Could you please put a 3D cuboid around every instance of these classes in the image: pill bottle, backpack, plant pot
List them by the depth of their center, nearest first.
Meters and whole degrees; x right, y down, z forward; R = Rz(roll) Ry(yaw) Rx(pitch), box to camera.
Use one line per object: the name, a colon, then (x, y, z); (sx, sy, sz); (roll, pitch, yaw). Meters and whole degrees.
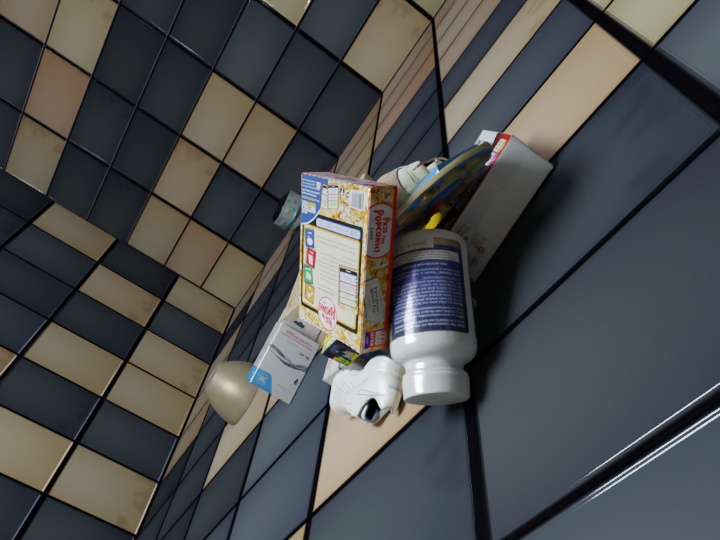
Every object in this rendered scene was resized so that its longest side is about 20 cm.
pill bottle: (0.089, 0.061, 0.742); (0.111, 0.109, 0.204); (-37, 49, 54)
plant pot: (-0.418, 0.371, 1.878); (0.202, 0.133, 0.201); (-53, 16, 22)
backpack: (-0.352, -0.304, 2.968); (0.179, 0.151, 0.200); (-66, 6, -19)

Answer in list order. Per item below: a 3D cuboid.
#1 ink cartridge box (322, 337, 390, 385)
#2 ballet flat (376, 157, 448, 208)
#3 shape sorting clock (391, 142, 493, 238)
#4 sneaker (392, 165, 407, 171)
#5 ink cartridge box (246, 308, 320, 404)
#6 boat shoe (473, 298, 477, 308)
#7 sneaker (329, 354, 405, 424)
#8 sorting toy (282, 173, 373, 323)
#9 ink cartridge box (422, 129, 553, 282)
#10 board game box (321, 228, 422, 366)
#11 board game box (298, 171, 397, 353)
ink cartridge box: (-0.002, 0.143, 1.052); (0.200, 0.067, 0.117); (-45, 21, 44)
ballet flat: (0.086, -0.138, 0.887); (0.067, 0.069, 0.199); (-39, -2, 37)
shape sorting clock: (0.099, -0.094, 0.779); (0.199, 0.039, 0.200); (-42, -6, -5)
sneaker: (0.084, -0.222, 1.496); (0.200, 0.072, 0.115); (-43, 18, 48)
ink cartridge box: (-0.180, 0.206, 1.437); (0.203, 0.115, 0.067); (-62, 15, -12)
boat shoe: (0.103, 0.050, 0.886); (0.065, 0.072, 0.199); (-55, 20, -8)
sneaker: (0.002, 0.201, 0.928); (0.200, 0.074, 0.088); (-42, 27, 51)
sorting toy: (-0.034, -0.021, 0.967); (0.200, 0.069, 0.202); (-40, 27, 54)
ink cartridge box: (0.179, -0.108, 0.916); (0.202, 0.083, 0.176); (-57, 14, 9)
board game box: (0.017, 0.034, 0.941); (0.200, 0.056, 0.168); (-47, 24, 45)
board game box: (-0.023, -0.016, 0.756); (0.150, 0.046, 0.205); (22, 113, 49)
